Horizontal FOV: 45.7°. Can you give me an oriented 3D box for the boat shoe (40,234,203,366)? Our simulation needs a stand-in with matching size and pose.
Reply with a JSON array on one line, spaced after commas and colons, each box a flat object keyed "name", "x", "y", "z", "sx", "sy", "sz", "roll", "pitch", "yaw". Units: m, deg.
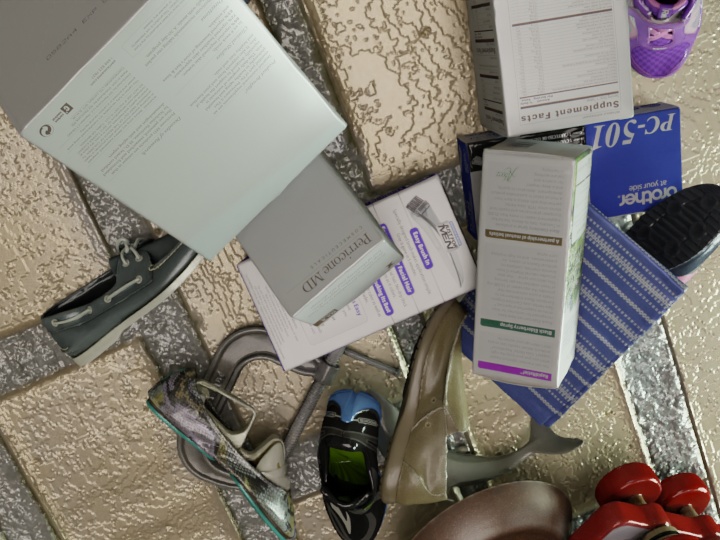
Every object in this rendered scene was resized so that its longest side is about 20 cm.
[{"name": "boat shoe", "x": -0.207, "y": 0.005, "z": 0.775, "sx": 0.200, "sy": 0.073, "sz": 0.062, "roll": -41, "pitch": 109, "yaw": 11}]

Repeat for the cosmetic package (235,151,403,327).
[{"name": "cosmetic package", "x": -0.064, "y": -0.062, "z": 0.723, "sx": 0.102, "sy": 0.074, "sz": 0.200, "roll": -40, "pitch": 71, "yaw": 6}]

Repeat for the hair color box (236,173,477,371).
[{"name": "hair color box", "x": 0.000, "y": 0.000, "z": 0.788, "sx": 0.199, "sy": 0.065, "sz": 0.110, "roll": -23, "pitch": 96, "yaw": 4}]

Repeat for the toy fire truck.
[{"name": "toy fire truck", "x": 0.285, "y": 0.296, "z": 0.868, "sx": 0.199, "sy": 0.112, "sz": 0.168, "roll": 17, "pitch": 120, "yaw": -31}]

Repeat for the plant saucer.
[{"name": "plant saucer", "x": 0.133, "y": 0.294, "z": 0.861, "sx": 0.199, "sy": 0.037, "sz": 0.201, "roll": -12, "pitch": 129, "yaw": -16}]

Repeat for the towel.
[{"name": "towel", "x": 0.181, "y": 0.038, "z": 0.795, "sx": 0.145, "sy": 0.024, "sz": 0.200, "roll": 42, "pitch": 118, "yaw": 9}]

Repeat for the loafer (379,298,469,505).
[{"name": "loafer", "x": 0.071, "y": 0.123, "z": 0.796, "sx": 0.067, "sy": 0.076, "sz": 0.201, "roll": 16, "pitch": 82, "yaw": 3}]

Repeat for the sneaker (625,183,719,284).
[{"name": "sneaker", "x": 0.279, "y": 0.002, "z": 0.810, "sx": 0.082, "sy": 0.070, "sz": 0.200, "roll": 17, "pitch": 126, "yaw": -42}]

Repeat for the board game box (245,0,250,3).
[{"name": "board game box", "x": -0.208, "y": -0.214, "z": 0.720, "sx": 0.199, "sy": 0.062, "sz": 0.200, "roll": 28, "pitch": 100, "yaw": -12}]

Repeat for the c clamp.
[{"name": "c clamp", "x": -0.081, "y": 0.143, "z": 0.846, "sx": 0.170, "sy": 0.027, "sz": 0.200, "roll": 31, "pitch": 100, "yaw": -12}]

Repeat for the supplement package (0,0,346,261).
[{"name": "supplement package", "x": -0.143, "y": -0.139, "z": 0.604, "sx": 0.152, "sy": 0.151, "sz": 0.200, "roll": -44, "pitch": 147, "yaw": 3}]

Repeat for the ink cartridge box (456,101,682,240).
[{"name": "ink cartridge box", "x": 0.195, "y": -0.093, "z": 0.799, "sx": 0.199, "sy": 0.044, "sz": 0.094, "roll": -10, "pitch": 108, "yaw": -3}]

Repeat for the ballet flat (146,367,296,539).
[{"name": "ballet flat", "x": -0.112, "y": 0.168, "z": 0.809, "sx": 0.072, "sy": 0.072, "sz": 0.200, "roll": -41, "pitch": 100, "yaw": 6}]

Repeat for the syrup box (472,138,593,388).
[{"name": "syrup box", "x": 0.148, "y": -0.007, "z": 0.740, "sx": 0.081, "sy": 0.079, "sz": 0.201, "roll": 9, "pitch": 109, "yaw": 24}]

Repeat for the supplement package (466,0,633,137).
[{"name": "supplement package", "x": 0.153, "y": -0.224, "z": 0.724, "sx": 0.113, "sy": 0.110, "sz": 0.201, "roll": -9, "pitch": 105, "yaw": -2}]

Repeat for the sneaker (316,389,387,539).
[{"name": "sneaker", "x": -0.014, "y": 0.202, "z": 0.819, "sx": 0.070, "sy": 0.083, "sz": 0.200, "roll": 8, "pitch": 131, "yaw": 12}]

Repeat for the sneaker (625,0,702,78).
[{"name": "sneaker", "x": 0.247, "y": -0.225, "z": 0.703, "sx": 0.080, "sy": 0.089, "sz": 0.200, "roll": 1, "pitch": 148, "yaw": 14}]

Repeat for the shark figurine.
[{"name": "shark figurine", "x": 0.101, "y": 0.194, "z": 0.847, "sx": 0.213, "sy": 0.090, "sz": 0.129, "roll": 6, "pitch": 108, "yaw": -8}]
